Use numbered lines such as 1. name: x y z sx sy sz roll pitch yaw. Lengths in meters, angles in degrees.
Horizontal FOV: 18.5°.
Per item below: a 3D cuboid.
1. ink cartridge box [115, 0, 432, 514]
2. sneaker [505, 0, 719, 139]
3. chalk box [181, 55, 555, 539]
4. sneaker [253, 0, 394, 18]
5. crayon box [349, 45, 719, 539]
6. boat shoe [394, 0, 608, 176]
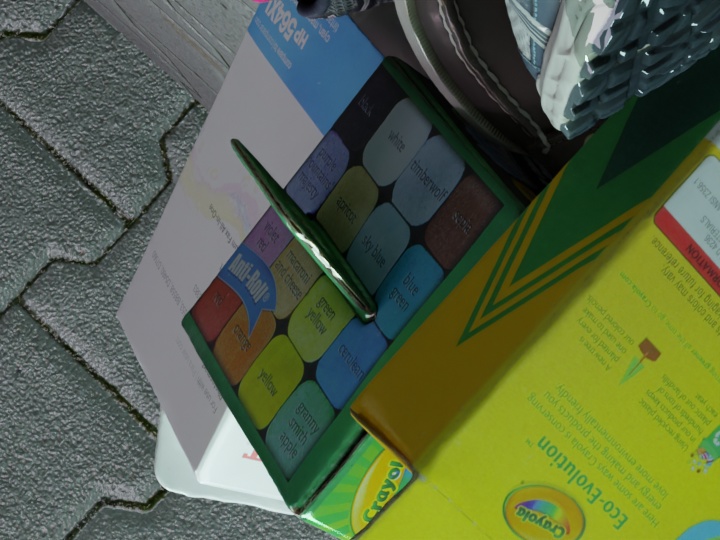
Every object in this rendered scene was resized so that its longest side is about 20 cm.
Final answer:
1. ink cartridge box: 0.000 0.000 0.865 0.128 0.201 0.125 16 -158 -30
2. sneaker: 0.056 -0.104 0.528 0.086 0.077 0.200 54 174 19
3. chalk box: 0.031 0.024 0.739 0.200 0.124 0.125 30 -166 -33
4. sneaker: -0.003 -0.120 0.757 0.081 0.075 0.200 40 -172 16
5. crayon box: 0.088 0.034 0.645 0.127 0.200 0.051 45 176 -30
6. boat shoe: 0.095 -0.043 0.704 0.200 0.072 0.060 39 -179 -25
